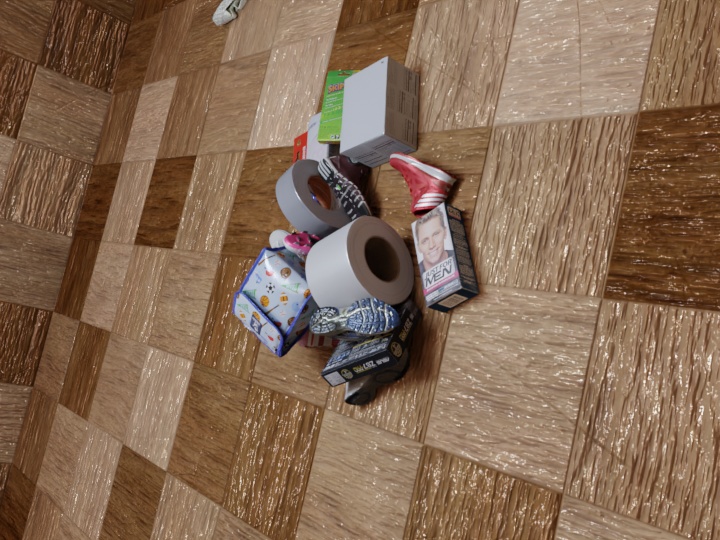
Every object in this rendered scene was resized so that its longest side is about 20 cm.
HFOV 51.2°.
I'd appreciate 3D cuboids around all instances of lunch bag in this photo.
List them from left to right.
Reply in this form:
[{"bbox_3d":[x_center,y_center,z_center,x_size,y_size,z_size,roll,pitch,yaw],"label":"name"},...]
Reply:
[{"bbox_3d":[-0.187,0.072,1.700,0.170,0.124,0.200,41,110,19],"label":"lunch bag"}]

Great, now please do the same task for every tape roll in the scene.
[{"bbox_3d":[-0.106,-0.170,1.814,0.066,0.200,0.201,-37,51,35],"label":"tape roll"},{"bbox_3d":[0.000,0.000,1.627,0.139,0.202,0.204,-27,57,41],"label":"tape roll"}]

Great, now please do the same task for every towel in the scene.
[{"bbox_3d":[-0.071,0.113,1.811,0.199,0.023,0.145,-7,71,48],"label":"towel"}]

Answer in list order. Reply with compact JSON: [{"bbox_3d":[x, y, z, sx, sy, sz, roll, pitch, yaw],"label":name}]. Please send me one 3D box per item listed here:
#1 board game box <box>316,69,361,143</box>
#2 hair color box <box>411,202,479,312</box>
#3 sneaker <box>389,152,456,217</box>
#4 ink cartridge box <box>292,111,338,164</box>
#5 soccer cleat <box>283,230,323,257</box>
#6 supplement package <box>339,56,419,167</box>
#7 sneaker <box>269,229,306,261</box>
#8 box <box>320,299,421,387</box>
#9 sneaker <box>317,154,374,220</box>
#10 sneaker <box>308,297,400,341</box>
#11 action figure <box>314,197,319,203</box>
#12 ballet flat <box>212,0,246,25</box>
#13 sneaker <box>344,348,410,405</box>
[{"bbox_3d":[-0.051,-0.424,1.944,0.095,0.030,0.201,3,78,18],"label":"board game box"},{"bbox_3d":[0.172,-0.027,1.546,0.100,0.060,0.201,-33,53,38],"label":"hair color box"},{"bbox_3d":[0.115,-0.186,1.660,0.200,0.078,0.116,31,99,51],"label":"sneaker"},{"bbox_3d":[-0.136,-0.327,2.029,0.199,0.057,0.163,-15,65,41],"label":"ink cartridge box"},{"bbox_3d":[-0.092,-0.039,1.757,0.070,0.199,0.087,60,137,44],"label":"soccer cleat"},{"bbox_3d":[0.045,-0.371,1.783,0.155,0.111,0.201,-15,65,46],"label":"supplement package"},{"bbox_3d":[-0.203,-0.053,1.986,0.073,0.071,0.200,-59,41,15],"label":"sneaker"},{"bbox_3d":[0.022,0.156,1.597,0.200,0.049,0.161,-27,23,39],"label":"box"},{"bbox_3d":[-0.003,-0.206,1.812,0.200,0.115,0.076,54,144,6],"label":"sneaker"},{"bbox_3d":[-0.002,0.108,1.557,0.199,0.085,0.077,-3,66,27],"label":"sneaker"},{"bbox_3d":[-0.126,-0.157,1.923,0.099,0.065,0.201,-35,64,32],"label":"action figure"},{"bbox_3d":[-0.440,-0.912,2.590,0.200,0.072,0.072,-46,46,29],"label":"ballet flat"},{"bbox_3d":[0.028,0.212,1.621,0.200,0.074,0.087,-40,43,32],"label":"sneaker"}]
